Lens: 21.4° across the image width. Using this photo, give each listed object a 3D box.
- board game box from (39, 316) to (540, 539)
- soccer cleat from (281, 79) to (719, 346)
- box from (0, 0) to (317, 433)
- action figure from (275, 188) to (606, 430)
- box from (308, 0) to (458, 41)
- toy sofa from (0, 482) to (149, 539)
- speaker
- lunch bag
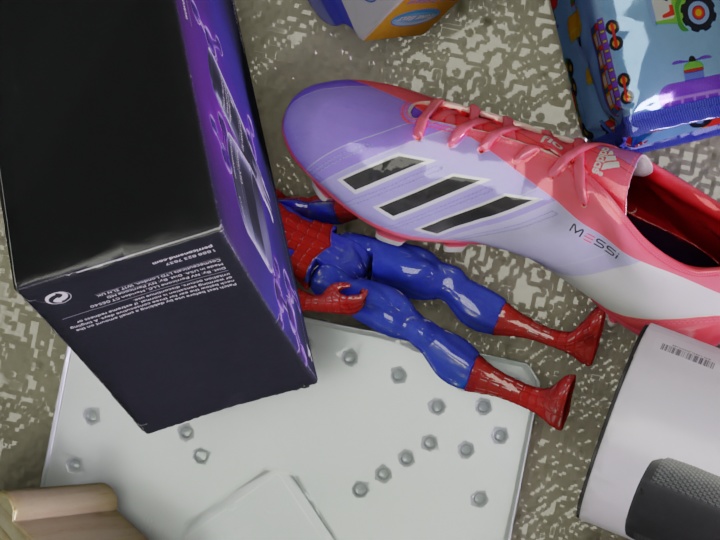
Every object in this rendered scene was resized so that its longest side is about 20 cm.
[{"bbox_3d":[-0.039,0.119,0.809,0.199,0.026,0.201,11,92,6],"label":"board game box"},{"bbox_3d":[0.067,-0.033,0.737,0.199,0.077,0.067,26,51,1],"label":"soccer cleat"},{"bbox_3d":[-0.084,-0.061,0.718,0.078,0.141,0.201,-15,64,3],"label":"box"},{"bbox_3d":[0.000,0.000,0.780,0.199,0.052,0.066,20,55,12],"label":"action figure"},{"bbox_3d":[0.030,-0.180,0.734,0.041,0.200,0.120,-12,72,-38],"label":"box"},{"bbox_3d":[-0.165,0.174,0.770,0.097,0.083,0.201,37,101,22],"label":"toy sofa"},{"bbox_3d":[0.185,0.090,0.698,0.199,0.081,0.082,21,93,12],"label":"speaker"},{"bbox_3d":[0.176,-0.141,0.760,0.199,0.094,0.152,-12,87,-3],"label":"lunch bag"}]
